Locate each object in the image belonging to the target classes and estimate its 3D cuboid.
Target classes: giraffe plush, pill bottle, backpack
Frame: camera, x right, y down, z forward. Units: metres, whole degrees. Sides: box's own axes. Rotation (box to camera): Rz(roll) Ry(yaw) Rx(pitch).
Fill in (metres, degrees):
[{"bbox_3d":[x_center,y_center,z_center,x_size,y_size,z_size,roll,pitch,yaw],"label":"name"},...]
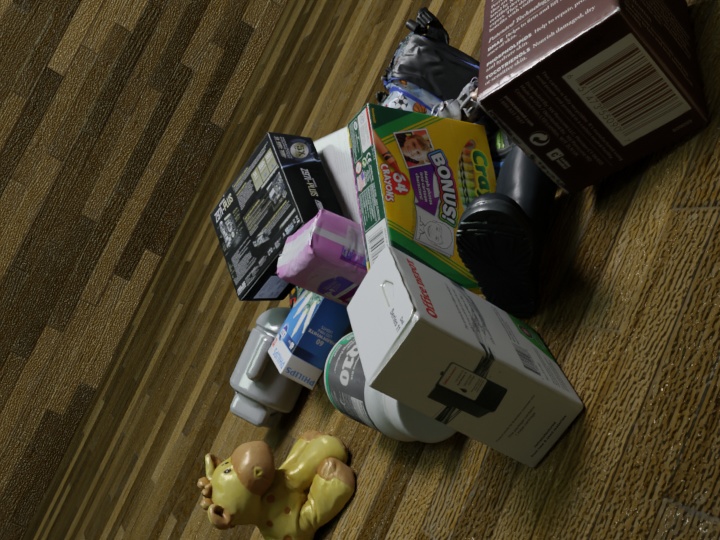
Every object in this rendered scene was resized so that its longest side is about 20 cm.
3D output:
[{"bbox_3d":[-0.124,0.285,1.152,0.172,0.161,0.203,-5,59,65],"label":"giraffe plush"},{"bbox_3d":[0.041,0.132,1.028,0.115,0.112,0.199,-65,22,-10],"label":"pill bottle"},{"bbox_3d":[0.115,-0.248,1.246,0.155,0.198,0.191,-55,9,11],"label":"backpack"}]

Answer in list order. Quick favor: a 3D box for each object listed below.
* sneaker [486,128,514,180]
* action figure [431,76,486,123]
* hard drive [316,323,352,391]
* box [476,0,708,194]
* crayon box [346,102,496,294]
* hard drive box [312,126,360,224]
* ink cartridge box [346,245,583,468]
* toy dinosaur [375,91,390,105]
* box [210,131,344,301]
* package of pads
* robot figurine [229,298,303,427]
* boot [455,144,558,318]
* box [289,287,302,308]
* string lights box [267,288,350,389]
[{"bbox_3d":[0.193,-0.150,1.089,0.084,0.070,0.199,-60,26,-8],"label":"sneaker"},{"bbox_3d":[0.174,-0.228,1.093,0.197,0.070,0.130,-25,6,-9],"label":"action figure"},{"bbox_3d":[-0.021,0.080,1.329,0.202,0.042,0.135,-63,21,-1],"label":"hard drive"},{"bbox_3d":[0.233,-0.225,0.910,0.163,0.165,0.202,-29,36,37],"label":"box"},{"bbox_3d":[0.081,-0.079,1.020,0.058,0.170,0.204,-35,58,52],"label":"crayon box"},{"bbox_3d":[-0.016,-0.129,1.357,0.198,0.076,0.159,-18,76,34],"label":"hard drive box"},{"bbox_3d":[0.093,0.080,0.846,0.084,0.198,0.147,-54,22,17],"label":"ink cartridge box"},{"bbox_3d":[0.046,-0.222,1.489,0.199,0.101,0.138,38,116,48],"label":"toy dinosaur"},{"bbox_3d":[-0.127,-0.076,1.333,0.200,0.085,0.166,-47,56,38],"label":"box"},{"bbox_3d":[0.000,0.000,1.165,0.120,0.197,0.077,-28,43,60],"label":"package of pads"},{"bbox_3d":[-0.134,0.145,1.410,0.203,0.111,0.170,-65,-13,-5],"label":"robot figurine"},{"bbox_3d":[0.158,-0.069,0.927,0.075,0.201,0.171,2,60,22],"label":"boot"},{"bbox_3d":[-0.080,-0.029,1.498,0.136,0.039,0.204,-23,68,60],"label":"box"},{"bbox_3d":[-0.054,0.059,1.290,0.202,0.058,0.103,-60,21,3],"label":"string lights box"}]
